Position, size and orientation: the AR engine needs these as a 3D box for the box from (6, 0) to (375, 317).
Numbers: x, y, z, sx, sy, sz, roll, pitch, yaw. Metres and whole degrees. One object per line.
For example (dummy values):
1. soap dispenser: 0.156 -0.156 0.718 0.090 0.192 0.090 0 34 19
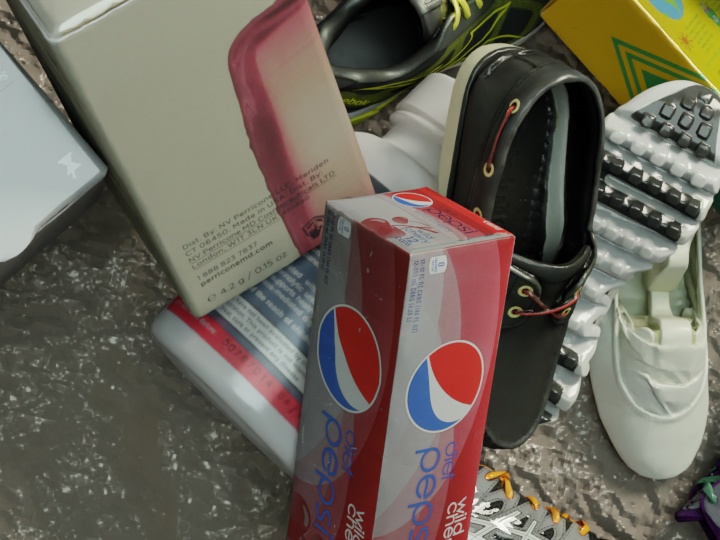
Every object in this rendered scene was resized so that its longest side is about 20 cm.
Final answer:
1. box: -0.084 -0.099 0.815 0.109 0.200 0.128 -31 53 -8

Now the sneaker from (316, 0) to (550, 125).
1. sneaker: 0.048 -0.140 0.958 0.199 0.085 0.075 -36 93 -9

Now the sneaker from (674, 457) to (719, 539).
1. sneaker: 0.216 0.103 0.976 0.087 0.074 0.202 2 86 -2

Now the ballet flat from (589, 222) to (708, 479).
1. ballet flat: 0.161 0.013 0.975 0.069 0.069 0.202 0 87 -9

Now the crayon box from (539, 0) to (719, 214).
1. crayon box: 0.176 -0.123 0.960 0.200 0.051 0.127 48 39 -3

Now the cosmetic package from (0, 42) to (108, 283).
1. cosmetic package: -0.185 -0.038 0.858 0.107 0.200 0.090 -40 92 -9

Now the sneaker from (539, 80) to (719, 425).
1. sneaker: 0.121 -0.016 0.932 0.075 0.081 0.201 34 112 0

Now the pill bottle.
1. pill bottle: 0.000 0.000 0.924 0.120 0.120 0.200 44 82 -3

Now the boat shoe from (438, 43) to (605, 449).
1. boat shoe: 0.074 -0.004 0.859 0.073 0.063 0.203 -7 111 -30

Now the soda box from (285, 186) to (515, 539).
1. soda box: 0.016 0.067 0.842 0.063 0.070 0.201 -10 118 -36

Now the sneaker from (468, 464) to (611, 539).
1. sneaker: 0.073 0.141 0.950 0.198 0.078 0.078 9 80 -7
